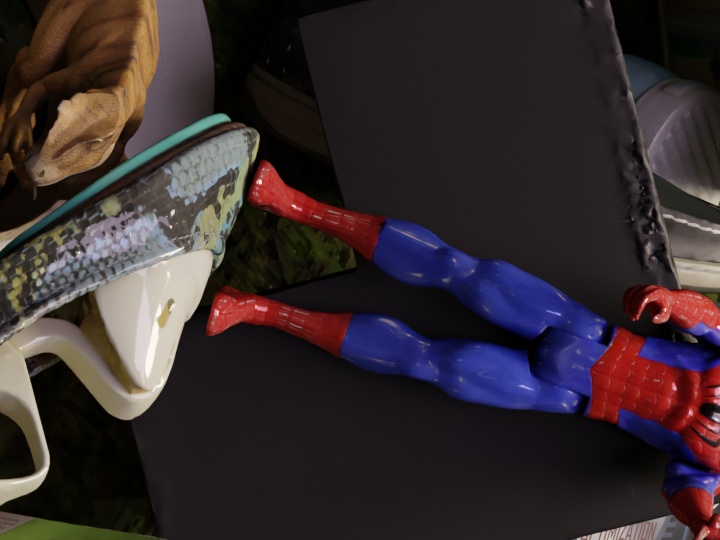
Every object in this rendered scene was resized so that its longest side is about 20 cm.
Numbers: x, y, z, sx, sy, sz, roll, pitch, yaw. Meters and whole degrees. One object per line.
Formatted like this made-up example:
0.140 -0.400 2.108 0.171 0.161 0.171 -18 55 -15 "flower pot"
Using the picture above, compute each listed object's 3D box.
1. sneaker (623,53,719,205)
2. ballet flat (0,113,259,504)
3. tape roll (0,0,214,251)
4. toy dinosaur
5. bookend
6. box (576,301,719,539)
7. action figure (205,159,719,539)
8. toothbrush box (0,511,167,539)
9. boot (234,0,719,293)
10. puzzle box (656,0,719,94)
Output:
0.081 0.006 0.972 0.074 0.082 0.200 13 107 -44 "sneaker"
-0.097 0.026 0.691 0.200 0.074 0.074 -32 113 -24 "ballet flat"
-0.137 -0.063 0.792 0.203 0.037 0.203 -3 95 -41 "tape roll"
-0.082 -0.080 0.765 0.060 0.106 0.200 16 38 -20 "toy dinosaur"
0.000 0.000 0.795 0.200 0.092 0.199 -15 91 2 "bookend"
0.110 0.089 0.962 0.200 0.044 0.160 -1 125 -42 "box"
0.055 0.027 0.701 0.200 0.099 0.065 18 94 -1 "action figure"
-0.126 0.145 0.611 0.200 0.145 0.086 -26 107 -37 "toothbrush box"
0.072 -0.088 0.868 0.203 0.073 0.154 21 99 1 "boot"
0.152 -0.096 0.954 0.025 0.200 0.133 -8 98 -5 "puzzle box"
